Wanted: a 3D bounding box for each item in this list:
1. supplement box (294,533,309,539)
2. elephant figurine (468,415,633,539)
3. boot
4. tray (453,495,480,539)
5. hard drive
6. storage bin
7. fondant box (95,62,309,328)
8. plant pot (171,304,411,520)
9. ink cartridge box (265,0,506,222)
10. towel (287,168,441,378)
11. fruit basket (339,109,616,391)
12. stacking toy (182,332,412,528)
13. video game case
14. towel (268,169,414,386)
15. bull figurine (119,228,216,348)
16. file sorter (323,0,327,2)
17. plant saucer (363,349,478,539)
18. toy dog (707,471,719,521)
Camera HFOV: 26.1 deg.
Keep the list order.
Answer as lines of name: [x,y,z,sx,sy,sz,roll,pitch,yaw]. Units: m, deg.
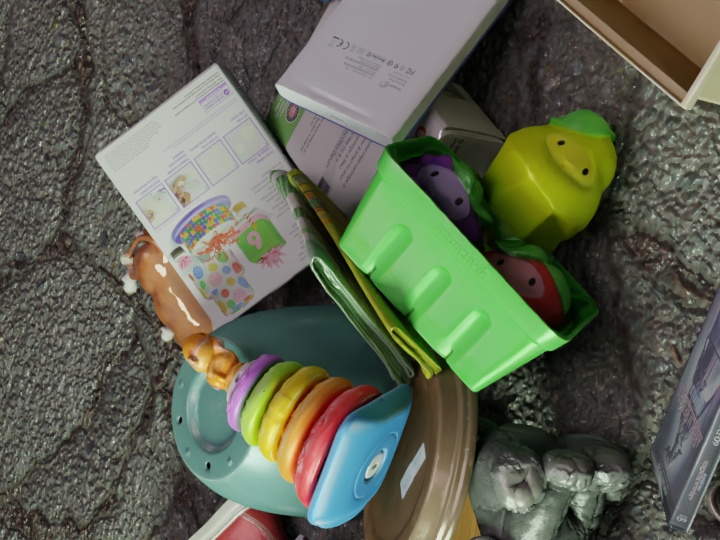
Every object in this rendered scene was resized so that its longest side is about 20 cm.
supplement box: [-0.033,0.314,1.334,0.109,0.061,0.200,-47,25,-11]
elephant figurine: [0.135,0.228,1.188,0.155,0.140,0.202,-73,-13,-81]
boot: [-0.127,0.328,1.503,0.200,0.072,0.145,-48,55,28]
tray: [0.073,0.246,1.320,0.098,0.037,0.203,6,91,47]
hard drive: [0.036,-0.205,1.320,0.131,0.025,0.201,27,72,31]
storage bin: [0.254,-0.250,1.138,0.199,0.093,0.201,49,120,38]
fondant box: [-0.129,-0.069,1.443,0.144,0.058,0.201,-35,93,5]
plant pot: [-0.072,0.127,1.397,0.199,0.160,0.203,-6,82,46]
ink cartridge box: [0.018,-0.125,1.383,0.146,0.083,0.201,-56,49,27]
towel: [0.000,0.000,1.255,0.018,0.086,0.201,-39,50,8]
fruit basket: [0.115,-0.039,1.204,0.213,0.155,0.218,4,100,20]
stacking toy: [-0.068,0.108,1.257,0.199,0.116,0.111,30,115,20]
video game case: [0.253,0.067,1.091,0.019,0.143,0.202,20,105,0]
towel: [-0.018,0.001,1.316,0.023,0.153,0.200,-34,29,6]
bull figurine: [-0.169,0.043,1.537,0.121,0.065,0.201,7,129,58]
file sorter: [0.011,-0.362,1.348,0.199,0.123,0.139,-33,22,40]
plant saucer: [0.045,0.157,1.262,0.200,0.029,0.202,-165,90,-74]
toy dog: [0.300,0.149,1.042,0.199,0.096,0.133,34,110,43]
